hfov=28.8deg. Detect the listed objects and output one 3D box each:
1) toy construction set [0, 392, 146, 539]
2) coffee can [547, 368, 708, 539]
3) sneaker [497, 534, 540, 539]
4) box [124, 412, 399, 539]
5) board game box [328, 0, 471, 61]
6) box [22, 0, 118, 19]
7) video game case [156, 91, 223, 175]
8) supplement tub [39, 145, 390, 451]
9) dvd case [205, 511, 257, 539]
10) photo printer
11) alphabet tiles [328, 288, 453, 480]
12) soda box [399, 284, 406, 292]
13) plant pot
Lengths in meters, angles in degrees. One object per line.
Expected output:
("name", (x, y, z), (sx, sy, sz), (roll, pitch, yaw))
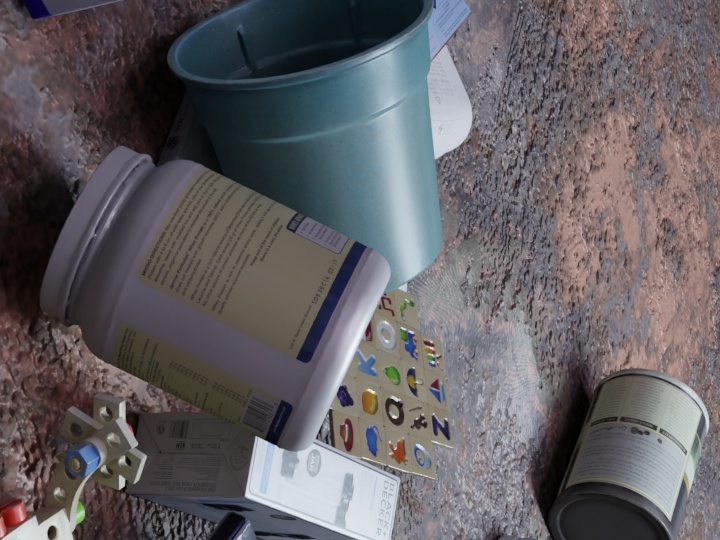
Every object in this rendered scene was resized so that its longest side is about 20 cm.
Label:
("toy construction set", (-0.219, 0.154, 0.855), (0.199, 0.092, 0.132), (-25, 108, -45))
("coffee can", (0.317, 0.235, 1.645), (0.147, 0.145, 0.201), (64, 38, -31))
("sneaker", (0.154, 0.345, 1.431), (0.200, 0.081, 0.074), (-58, 132, -44))
("box", (-0.068, 0.162, 1.062), (0.200, 0.116, 0.061), (34, 59, -53))
("board game box", (0.036, -0.228, 1.198), (0.103, 0.019, 0.200), (56, 31, -13))
("box", (-0.123, -0.269, 0.940), (0.184, 0.198, 0.106), (-53, 129, -46))
("video game case", (-0.104, -0.013, 1.110), (0.200, 0.024, 0.183), (50, 47, -43))
("supplement tub", (-0.095, 0.016, 0.928), (0.146, 0.199, 0.145), (-64, 179, -2))
("dvd case", (-0.124, 0.293, 0.991), (0.200, 0.025, 0.151), (-49, 141, -37))
("photo printer", (0.017, -0.188, 1.226), (0.166, 0.069, 0.202), (-8, 73, -58))
("alphabet tiles", (0.013, 0.081, 1.151), (0.199, 0.006, 0.168), (24, 53, -47))
("soda box", (0.000, 0.000, 1.239), (0.068, 0.063, 0.202), (21, 69, -56))
("plant pot", (-0.026, -0.094, 1.062), (0.200, 0.198, 0.198), (-49, 135, -48))
